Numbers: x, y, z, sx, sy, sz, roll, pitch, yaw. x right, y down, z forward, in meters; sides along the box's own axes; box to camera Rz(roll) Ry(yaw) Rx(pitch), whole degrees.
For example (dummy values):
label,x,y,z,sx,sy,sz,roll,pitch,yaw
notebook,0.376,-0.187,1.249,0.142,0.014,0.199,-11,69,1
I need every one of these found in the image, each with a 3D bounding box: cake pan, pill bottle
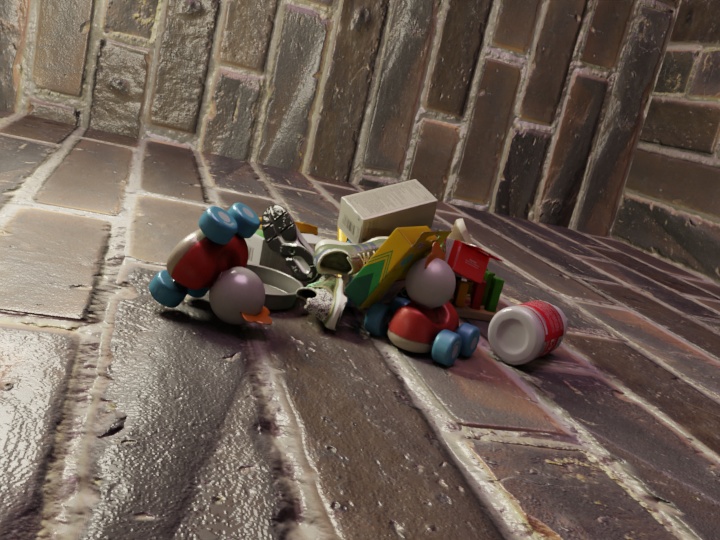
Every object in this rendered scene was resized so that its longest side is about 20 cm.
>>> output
label,x,y,z,sx,sy,sz,roll,pitch,yaw
cake pan,-0.211,0.030,1.479,0.197,0.037,0.200,14,13,-3
pill bottle,0.346,0.120,1.517,0.111,0.114,0.199,22,16,31

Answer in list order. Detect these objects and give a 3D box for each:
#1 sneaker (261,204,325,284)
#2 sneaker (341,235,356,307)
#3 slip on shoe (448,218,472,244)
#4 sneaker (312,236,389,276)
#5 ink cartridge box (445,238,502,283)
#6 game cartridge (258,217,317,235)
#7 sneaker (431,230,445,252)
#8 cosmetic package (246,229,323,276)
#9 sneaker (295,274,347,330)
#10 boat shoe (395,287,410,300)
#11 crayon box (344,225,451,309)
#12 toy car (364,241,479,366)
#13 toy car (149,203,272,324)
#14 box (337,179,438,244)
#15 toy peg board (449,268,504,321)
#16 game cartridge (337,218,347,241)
label,x,y,z,sx,sy,sz,roll,pitch,yaw
sneaker,-0.138,-0.044,1.606,0.202,0.075,0.115,57,6,22
sneaker,0.000,0.000,1.587,0.085,0.075,0.202,8,54,-5
slip on shoe,0.229,-0.065,1.801,0.060,0.077,0.200,-20,-13,-1
sneaker,0.000,-0.019,1.491,0.196,0.068,0.090,0,28,7
ink cartridge box,0.206,-0.029,1.690,0.115,0.068,0.199,22,-3,-43
game cartridge,-0.221,-0.097,1.812,0.174,0.033,0.199,-6,-5,27
sneaker,0.123,-0.020,1.568,0.082,0.078,0.200,8,30,18
cosmetic package,-0.168,-0.037,1.700,0.198,0.086,0.107,1,15,-40
sneaker,-0.081,0.043,1.442,0.088,0.078,0.200,24,10,-16
boat shoe,0.121,0.048,1.667,0.074,0.063,0.200,-16,21,-8
crayon box,0.072,-0.018,1.412,0.051,0.200,0.126,50,26,18
toy car,0.134,0.046,1.411,0.182,0.203,0.176,21,15,28
toy car,-0.220,0.022,1.289,0.200,0.185,0.177,45,18,6
box,0.059,-0.123,1.605,0.197,0.079,0.095,-15,45,-29
toy peg board,0.233,0.035,1.788,0.196,0.099,0.200,10,13,-17
game cartridge,0.034,-0.044,1.672,0.173,0.033,0.202,-8,51,8
